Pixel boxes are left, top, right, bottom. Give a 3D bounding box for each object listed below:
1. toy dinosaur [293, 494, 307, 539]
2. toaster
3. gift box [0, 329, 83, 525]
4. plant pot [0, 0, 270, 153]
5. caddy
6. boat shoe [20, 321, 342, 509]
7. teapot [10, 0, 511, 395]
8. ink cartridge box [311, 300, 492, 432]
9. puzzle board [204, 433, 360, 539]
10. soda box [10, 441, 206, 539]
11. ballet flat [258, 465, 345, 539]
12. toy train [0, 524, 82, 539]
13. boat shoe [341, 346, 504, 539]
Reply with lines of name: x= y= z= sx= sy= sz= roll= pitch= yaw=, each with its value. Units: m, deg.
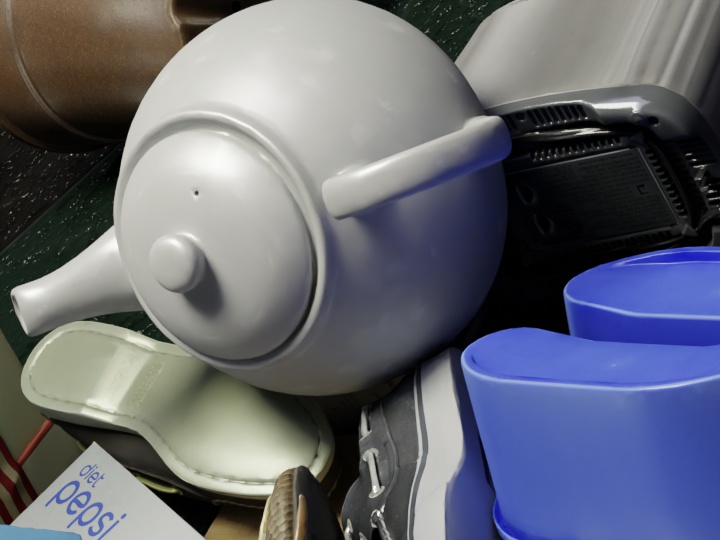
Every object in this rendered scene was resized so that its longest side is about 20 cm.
toy dinosaur: x=0.007 y=0.190 z=0.903 sx=0.106 sy=0.061 sz=0.200 roll=-34 pitch=58 yaw=-31
toaster: x=0.121 y=-0.071 z=1.130 sx=0.199 sy=0.114 sz=0.129 roll=-12 pitch=37 yaw=35
gift box: x=-0.280 y=0.117 z=1.262 sx=0.184 sy=0.187 sz=0.200 roll=-21 pitch=19 yaw=28
plant pot: x=-0.122 y=-0.167 z=1.493 sx=0.198 sy=0.201 sz=0.201 roll=9 pitch=54 yaw=45
caddy: x=0.134 y=0.064 z=0.940 sx=0.141 sy=0.105 sz=0.200 roll=-31 pitch=20 yaw=-34
boat shoe: x=-0.081 y=0.078 z=1.177 sx=0.201 sy=0.061 sz=0.072 roll=18 pitch=65 yaw=39
teapot: x=-0.037 y=-0.025 z=1.066 sx=0.197 sy=0.201 sz=0.146 roll=32 pitch=32 yaw=22
ink cartridge box: x=0.000 y=0.000 z=1.249 sx=0.173 sy=0.044 sz=0.200 roll=-14 pitch=39 yaw=41
puzzle board: x=-0.009 y=0.137 z=1.096 sx=0.199 sy=0.017 sz=0.151 roll=-7 pitch=42 yaw=45
soda box: x=-0.095 y=0.150 z=1.093 sx=0.068 sy=0.064 sz=0.200 roll=-44 pitch=28 yaw=-9
ballet flat: x=-0.026 y=0.174 z=0.969 sx=0.046 sy=0.067 sz=0.201 roll=-19 pitch=57 yaw=20
toy train: x=-0.179 y=0.206 z=1.064 sx=0.200 sy=0.086 sz=0.115 roll=-57 pitch=34 yaw=37
boat shoe: x=0.025 y=0.106 z=1.006 sx=0.068 sy=0.072 sz=0.200 roll=-28 pitch=28 yaw=15
